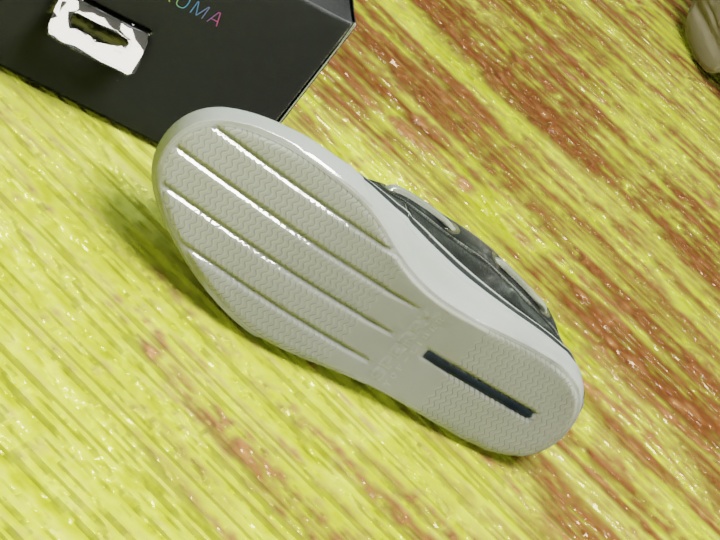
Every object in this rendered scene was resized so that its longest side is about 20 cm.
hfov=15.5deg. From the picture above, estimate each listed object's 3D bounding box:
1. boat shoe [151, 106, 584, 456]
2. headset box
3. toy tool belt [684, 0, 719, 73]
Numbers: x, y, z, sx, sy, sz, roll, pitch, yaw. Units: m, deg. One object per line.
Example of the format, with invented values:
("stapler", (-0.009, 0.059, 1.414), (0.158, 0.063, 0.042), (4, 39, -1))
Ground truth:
("boat shoe", (0.000, 0.000, 1.009), (0.200, 0.072, 0.071), (38, 19, -23))
("headset box", (-0.100, -0.151, 1.063), (0.174, 0.093, 0.200), (26, 33, -24))
("toy tool belt", (0.268, -0.106, 1.391), (0.123, 0.125, 0.200), (7, 43, -31))
